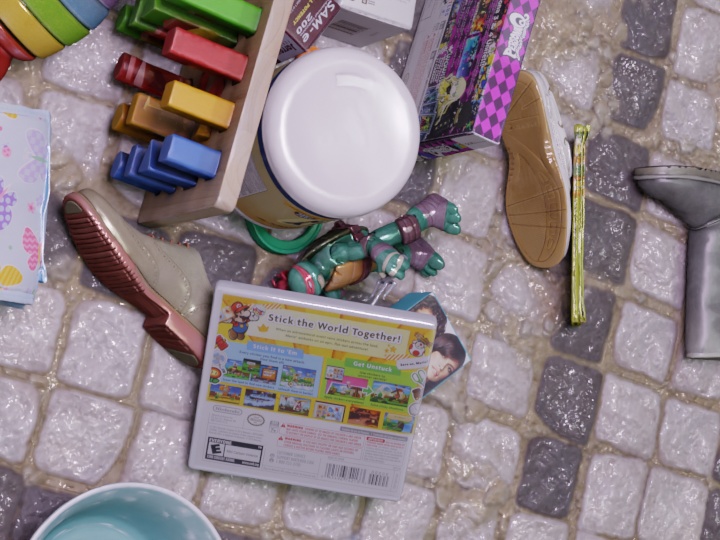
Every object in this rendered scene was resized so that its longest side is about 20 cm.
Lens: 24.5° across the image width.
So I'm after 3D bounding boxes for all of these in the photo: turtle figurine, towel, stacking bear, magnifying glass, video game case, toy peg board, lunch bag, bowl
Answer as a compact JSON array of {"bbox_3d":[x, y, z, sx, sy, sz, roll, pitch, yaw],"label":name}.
[{"bbox_3d":[0.000,0.000,1.545,0.199,0.150,0.101,-28,82,-34],"label":"turtle figurine"},{"bbox_3d":[0.225,-0.045,1.689,0.018,0.086,0.202,1,86,9],"label":"towel"},{"bbox_3d":[-0.284,-0.226,1.398,0.200,0.114,0.122,-38,90,3],"label":"stacking bear"},{"bbox_3d":[-0.063,-0.115,1.574,0.079,0.022,0.202,12,83,-26],"label":"magnifying glass"},{"bbox_3d":[0.099,-0.206,1.572,0.036,0.181,0.202,22,77,-25],"label":"video game case"},{"bbox_3d":[-0.161,-0.152,1.423,0.097,0.200,0.201,20,79,-24],"label":"toy peg board"},{"bbox_3d":[-0.356,-0.057,1.356,0.198,0.127,0.171,3,89,-16],"label":"lunch bag"},{"bbox_3d":[-0.045,0.110,1.483,0.198,0.023,0.183,10,112,-3],"label":"video game case"},{"bbox_3d":[-0.218,0.280,1.422,0.199,0.105,0.203,2,87,-27],"label":"bowl"}]

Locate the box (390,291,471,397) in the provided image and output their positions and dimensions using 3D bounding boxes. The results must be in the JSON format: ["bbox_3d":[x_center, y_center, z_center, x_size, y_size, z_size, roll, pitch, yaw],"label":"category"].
[{"bbox_3d":[0.006,0.108,1.580,0.200,0.049,0.083,-36,104,-24],"label":"box"}]

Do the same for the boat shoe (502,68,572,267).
[{"bbox_3d":[0.187,-0.106,1.677,0.069,0.070,0.202,-22,107,-56],"label":"boat shoe"}]

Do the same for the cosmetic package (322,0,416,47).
[{"bbox_3d":[0.006,-0.327,1.573,0.084,0.107,0.202,14,82,-26],"label":"cosmetic package"}]

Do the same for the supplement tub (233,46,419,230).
[{"bbox_3d":[-0.050,-0.111,1.457,0.143,0.200,0.146,2,86,-25],"label":"supplement tub"}]

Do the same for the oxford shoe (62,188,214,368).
[{"bbox_3d":[-0.188,-0.006,1.479,0.074,0.071,0.200,-50,119,-24],"label":"oxford shoe"}]

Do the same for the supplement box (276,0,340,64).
[{"bbox_3d":[-0.124,-0.277,1.501,0.200,0.109,0.061,42,70,-18],"label":"supplement box"}]

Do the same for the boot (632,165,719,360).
[{"bbox_3d":[0.360,-0.006,1.770,0.180,0.072,0.202,9,90,-25],"label":"boot"}]
